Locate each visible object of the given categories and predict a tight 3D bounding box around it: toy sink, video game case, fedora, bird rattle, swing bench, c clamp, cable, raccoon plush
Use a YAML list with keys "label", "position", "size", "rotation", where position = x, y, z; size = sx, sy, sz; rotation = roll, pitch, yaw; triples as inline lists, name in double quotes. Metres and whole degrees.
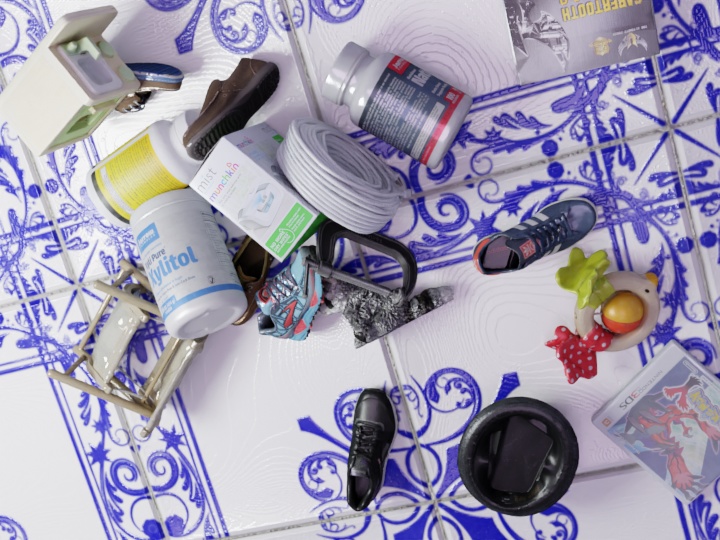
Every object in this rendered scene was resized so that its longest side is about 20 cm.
- label: "toy sink"
  position: [-0.416, -0.277, 1.495]
  size: [0.200, 0.130, 0.112]
  rotation: [-39, 92, 30]
- label: "video game case"
  position: [0.489, 0.234, 1.552]
  size: [0.200, 0.023, 0.182]
  rotation: [40, 110, 0]
- label: "fedora"
  position: [0.247, 0.277, 1.581]
  size: [0.199, 0.092, 0.202]
  rotation: [3, 105, 12]
- label: "bird rattle"
  position: [0.364, 0.070, 1.500]
  size: [0.162, 0.113, 0.202]
  rotation: [-3, 108, -3]
- label: "swing bench"
  position: [-0.369, 0.127, 1.664]
  size: [0.199, 0.130, 0.200]
  rotation: [32, 109, -3]
- label: "c clamp"
  position: [0.000, 0.000, 1.513]
  size: [0.199, 0.172, 0.027]
  rotation: [16, 138, -22]
- label: "cable"
  position: [-0.031, -0.139, 1.474]
  size: [0.200, 0.200, 0.069]
  rotation: [42, 112, 3]
- label: "raccoon plush"
  position: [0.029, 0.030, 1.588]
  size: [0.199, 0.097, 0.135]
  rotation: [-25, 85, -11]

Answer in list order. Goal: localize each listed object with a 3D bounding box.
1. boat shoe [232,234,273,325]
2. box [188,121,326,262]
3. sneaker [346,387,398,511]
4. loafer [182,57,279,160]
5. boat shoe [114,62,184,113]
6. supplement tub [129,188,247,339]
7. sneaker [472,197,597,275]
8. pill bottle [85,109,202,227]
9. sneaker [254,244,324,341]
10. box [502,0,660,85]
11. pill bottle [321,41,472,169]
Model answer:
- label: "boat shoe"
  position: [-0.183, 0.004, 1.616]
  size: [0.071, 0.068, 0.201]
  rotation: [22, 109, 4]
- label: "box"
  position: [-0.133, -0.121, 1.503]
  size: [0.176, 0.200, 0.097]
  rotation: [40, 109, 1]
- label: "sneaker"
  position: [0.015, 0.293, 1.639]
  size: [0.075, 0.088, 0.202]
  rotation: [7, 106, 11]
- label: "loafer"
  position: [-0.203, -0.244, 1.519]
  size: [0.071, 0.200, 0.073]
  rotation: [30, 152, 19]
- label: "boat shoe"
  position: [-0.363, -0.285, 1.584]
  size: [0.198, 0.072, 0.073]
  rotation: [7, 111, 21]
- label: "supplement tub"
  position: [-0.265, -0.009, 1.564]
  size: [0.131, 0.132, 0.201]
  rotation: [-31, 72, 18]
- label: "sneaker"
  position: [0.257, -0.042, 1.496]
  size: [0.199, 0.085, 0.075]
  rotation: [-27, 98, 18]
- label: "pill bottle"
  position: [-0.320, -0.161, 1.579]
  size: [0.199, 0.112, 0.113]
  rotation: [-31, 96, 19]
- label: "sneaker"
  position: [-0.112, 0.042, 1.559]
  size: [0.095, 0.080, 0.201]
  rotation: [1, 136, -19]
- label: "box"
  position: [0.305, -0.359, 1.419]
  size: [0.198, 0.048, 0.160]
  rotation: [-10, 102, 15]
- label: "pill bottle"
  position: [0.051, -0.245, 1.470]
  size: [0.199, 0.120, 0.120]
  rotation: [30, 109, 3]
